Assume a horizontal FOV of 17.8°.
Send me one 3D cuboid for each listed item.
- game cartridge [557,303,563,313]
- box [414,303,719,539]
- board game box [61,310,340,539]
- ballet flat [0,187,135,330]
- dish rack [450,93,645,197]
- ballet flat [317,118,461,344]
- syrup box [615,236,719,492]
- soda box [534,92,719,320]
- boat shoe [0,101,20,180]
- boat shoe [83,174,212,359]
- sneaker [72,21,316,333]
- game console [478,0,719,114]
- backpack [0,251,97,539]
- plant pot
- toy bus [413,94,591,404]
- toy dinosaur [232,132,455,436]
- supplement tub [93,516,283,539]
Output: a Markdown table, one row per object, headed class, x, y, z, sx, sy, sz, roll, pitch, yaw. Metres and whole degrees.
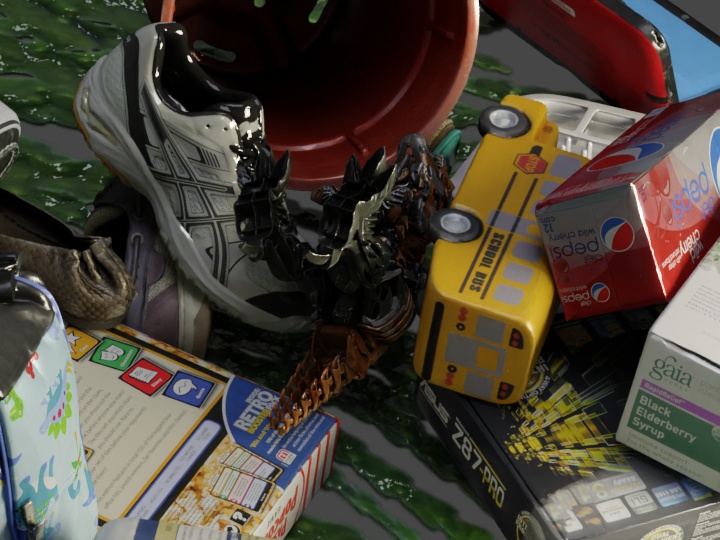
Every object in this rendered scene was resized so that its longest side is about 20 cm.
| class | x | y | z | sx | sy | sz | roll | pitch | yaw |
| --- | --- | --- | --- | --- | --- | --- | --- | --- | --- |
| game cartridge | 0.139 | 0.063 | 1.365 | 0.132 | 0.041 | 0.201 | 4 | 40 | -12 |
| box | 0.151 | 0.088 | 1.274 | 0.198 | 0.049 | 0.162 | -11 | 46 | -24 |
| board game box | -0.133 | 0.101 | 1.256 | 0.199 | 0.047 | 0.152 | 23 | 42 | 16 |
| ballet flat | -0.213 | -0.032 | 1.316 | 0.199 | 0.047 | 0.067 | 30 | 39 | 16 |
| dish rack | 0.154 | -0.047 | 1.456 | 0.170 | 0.044 | 0.200 | 15 | 27 | 14 |
| ballet flat | 0.011 | -0.035 | 1.428 | 0.065 | 0.071 | 0.201 | 13 | 39 | 8 |
| syrup box | 0.219 | 0.030 | 1.258 | 0.078 | 0.082 | 0.200 | 26 | 42 | 16 |
| soda box | 0.168 | -0.040 | 1.295 | 0.063 | 0.071 | 0.200 | -11 | 13 | 31 |
| boat shoe | -0.231 | -0.006 | 1.237 | 0.068 | 0.074 | 0.200 | 31 | 55 | 5 |
| boat shoe | -0.134 | -0.026 | 1.388 | 0.064 | 0.072 | 0.201 | 0 | 47 | -18 |
| sneaker | -0.079 | -0.054 | 1.322 | 0.200 | 0.088 | 0.076 | 48 | 32 | 0 |
| game console | 0.182 | -0.191 | 1.609 | 0.119 | 0.173 | 0.200 | -42 | 58 | -13 |
| backpack | -0.229 | 0.105 | 1.112 | 0.181 | 0.201 | 0.147 | 4 | 38 | 18 |
| plant pot | -0.049 | -0.174 | 1.466 | 0.199 | 0.203 | 0.195 | -4 | 19 | -16 |
| toy bus | 0.082 | -0.017 | 1.296 | 0.078 | 0.065 | 0.200 | 16 | 40 | 10 |
| toy dinosaur | 0.000 | 0.000 | 1.288 | 0.101 | 0.136 | 0.201 | -14 | 45 | 20 |
| supplement tub | -0.036 | 0.200 | 1.085 | 0.198 | 0.145 | 0.145 | 8 | 40 | -1 |
